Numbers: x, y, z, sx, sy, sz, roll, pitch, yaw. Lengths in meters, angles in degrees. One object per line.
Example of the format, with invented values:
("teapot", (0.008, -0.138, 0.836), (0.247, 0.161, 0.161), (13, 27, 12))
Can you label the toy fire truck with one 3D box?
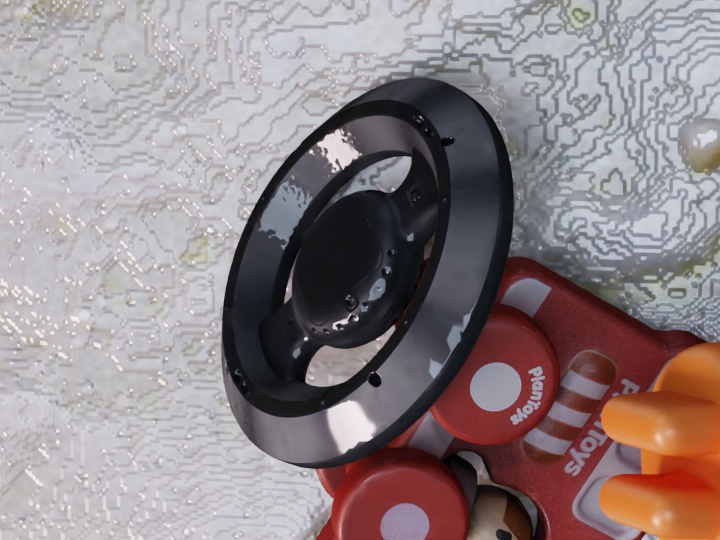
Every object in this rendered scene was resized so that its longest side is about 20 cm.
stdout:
("toy fire truck", (0.076, 0.096, 1.278), (0.168, 0.112, 0.200), (28, 101, -15))

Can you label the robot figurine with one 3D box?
("robot figurine", (0.213, 0.091, 1.222), (0.199, 0.117, 0.144), (-1, 56, -23))

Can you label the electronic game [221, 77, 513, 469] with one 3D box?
("electronic game", (0.000, 0.000, 1.244), (0.042, 0.200, 0.200), (26, 105, -36))
